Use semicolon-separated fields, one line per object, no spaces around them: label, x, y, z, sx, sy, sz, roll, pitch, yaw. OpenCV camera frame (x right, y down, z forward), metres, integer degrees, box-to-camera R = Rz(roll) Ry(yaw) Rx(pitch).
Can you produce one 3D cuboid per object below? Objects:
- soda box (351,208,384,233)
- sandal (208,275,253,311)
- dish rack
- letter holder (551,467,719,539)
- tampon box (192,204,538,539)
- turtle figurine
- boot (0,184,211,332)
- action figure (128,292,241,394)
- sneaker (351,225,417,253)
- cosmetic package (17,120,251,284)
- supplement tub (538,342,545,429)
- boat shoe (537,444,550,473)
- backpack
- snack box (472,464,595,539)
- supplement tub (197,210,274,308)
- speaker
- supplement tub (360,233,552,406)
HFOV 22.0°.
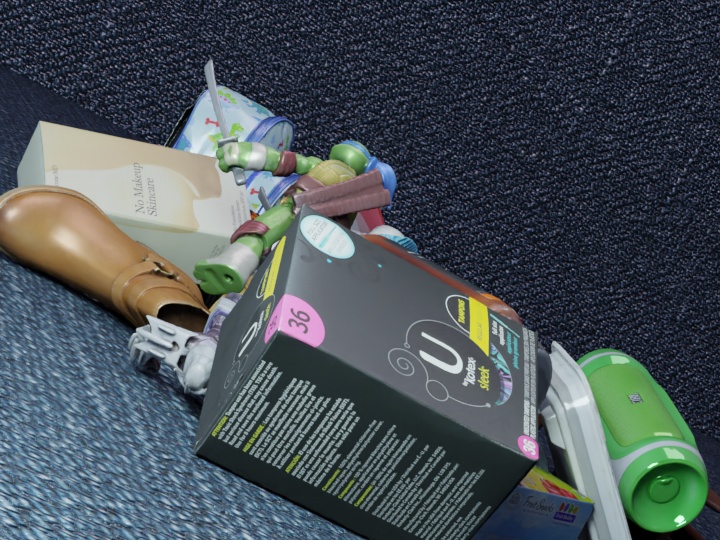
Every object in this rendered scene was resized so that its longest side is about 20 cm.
soda box;-0.002;0.011;1.884;0.070;0.202;0.063;4;32;40
sandal;-0.081;0.031;1.655;0.198;0.055;0.080;-4;-9;33
dish rack;0.185;0.172;1.580;0.172;0.043;0.202;-119;-168;-79
letter holder;0.285;0.232;1.734;0.141;0.101;0.200;29;7;-24
tampon box;0.008;0.081;1.273;0.199;0.127;0.150;28;32;-14
turtle figurine;-0.084;-0.039;1.580;0.198;0.195;0.145;23;-36;11
boot;-0.202;0.004;1.528;0.199;0.074;0.155;22;12;-38
action figure;-0.105;0.073;1.402;0.130;0.070;0.200;36;9;4
sneaker;0.000;0.000;1.678;0.081;0.077;0.200;38;-14;7
cosmetic package;-0.202;-0.058;1.660;0.198;0.071;0.106;10;46;-26
supplement tub;0.115;0.107;1.783;0.122;0.123;0.200;30;4;25
boat shoe;0.109;0.129;1.635;0.091;0.070;0.202;76;-8;-62
backpack;-0.140;-0.080;1.952;0.146;0.202;0.183;26;2;9
snack box;0.065;0.156;1.490;0.199;0.068;0.168;30;5;34
supplement tub;-0.103;0.004;1.810;0.199;0.108;0.107;28;4;-5
speaker;0.242;0.147;1.639;0.088;0.089;0.200;27;18;-21
supplement tub;0.058;0.054;1.491;0.199;0.108;0.107;30;4;38
